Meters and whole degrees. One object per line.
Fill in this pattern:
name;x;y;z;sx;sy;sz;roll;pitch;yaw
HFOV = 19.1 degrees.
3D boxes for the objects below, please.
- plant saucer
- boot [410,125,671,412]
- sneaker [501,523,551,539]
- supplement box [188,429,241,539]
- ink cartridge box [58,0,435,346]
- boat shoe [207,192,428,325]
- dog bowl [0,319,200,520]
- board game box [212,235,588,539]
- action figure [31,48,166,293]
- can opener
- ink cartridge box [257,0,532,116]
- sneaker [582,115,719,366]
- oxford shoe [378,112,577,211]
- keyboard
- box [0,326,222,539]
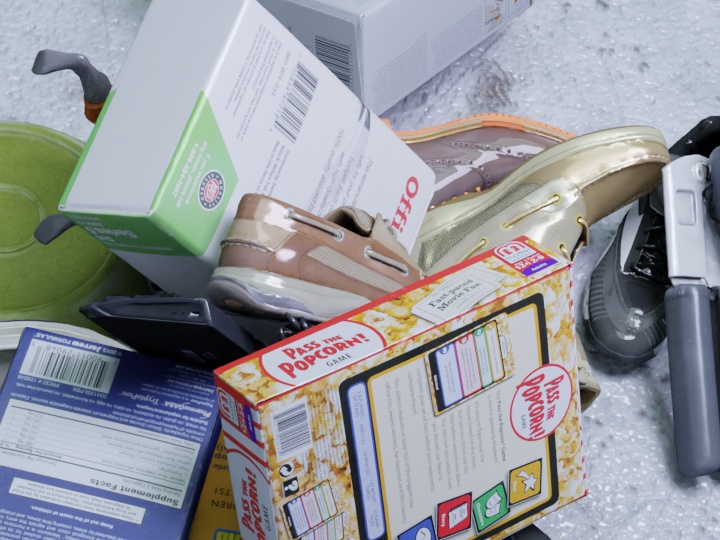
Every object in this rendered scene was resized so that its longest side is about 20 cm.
plant saucer;-0.223;-0.024;1.333;0.198;0.031;0.201;5;52;-7
boot;0.124;0.009;1.322;0.199;0.073;0.156;-24;59;0
sneaker;0.117;0.201;1.207;0.088;0.074;0.201;-4;49;-37
supplement box;-0.065;0.163;1.195;0.066;0.069;0.201;8;53;-2
ink cartridge box;-0.060;-0.046;1.247;0.084;0.200;0.146;4;64;41
boat shoe;0.000;0.000;1.202;0.075;0.199;0.072;3;83;40
dog bowl;-0.188;0.128;1.188;0.198;0.074;0.201;4;52;-5
board game box;0.027;0.088;1.133;0.199;0.153;0.046;-22;32;-27
action figure;-0.106;-0.036;1.302;0.193;0.104;0.201;14;52;-43
can opener;0.220;0.023;1.307;0.053;0.067;0.202;3;78;-28
ink cartridge box;-0.008;-0.198;1.450;0.175;0.084;0.200;22;42;31
sneaker;0.198;-0.029;1.380;0.066;0.091;0.200;25;52;11
oxford shoe;0.055;-0.054;1.391;0.198;0.072;0.073;-2;56;1
keyboard;-0.066;0.041;1.176;0.126;0.200;0.021;5;79;13
box;-0.149;0.127;1.127;0.120;0.033;0.201;13;50;3
